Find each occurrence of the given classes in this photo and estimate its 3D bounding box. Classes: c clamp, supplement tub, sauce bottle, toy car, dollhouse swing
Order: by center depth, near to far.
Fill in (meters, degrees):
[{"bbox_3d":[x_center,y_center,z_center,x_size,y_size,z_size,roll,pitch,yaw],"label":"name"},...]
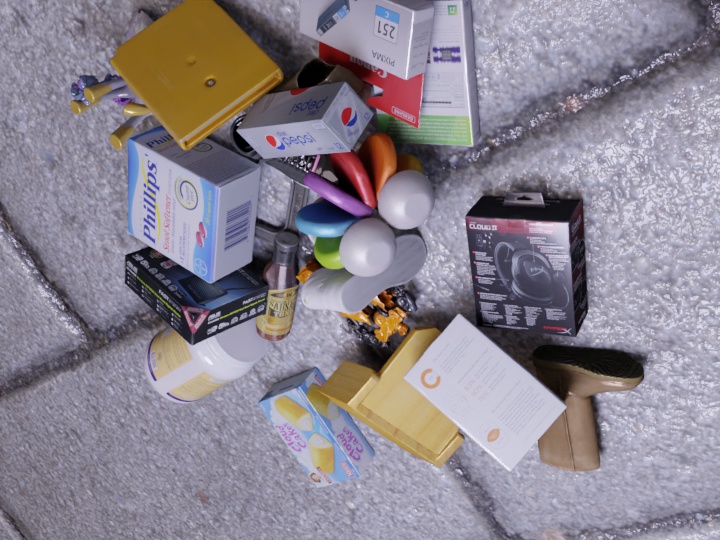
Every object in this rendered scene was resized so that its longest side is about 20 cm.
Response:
[{"bbox_3d":[-0.010,-0.101,1.265,0.150,0.200,0.175,39,-179,-36],"label":"toy car"},{"bbox_3d":[-0.164,-0.115,1.473,0.171,0.027,0.200,28,127,11],"label":"c clamp"},{"bbox_3d":[0.079,0.186,1.479,0.200,0.176,0.182,36,169,-21],"label":"dollhouse swing"},{"bbox_3d":[-0.135,0.027,1.514,0.066,0.066,0.200,23,131,15],"label":"sauce bottle"},{"bbox_3d":[-0.271,0.139,1.610,0.200,0.145,0.145,-30,101,38],"label":"supplement tub"}]

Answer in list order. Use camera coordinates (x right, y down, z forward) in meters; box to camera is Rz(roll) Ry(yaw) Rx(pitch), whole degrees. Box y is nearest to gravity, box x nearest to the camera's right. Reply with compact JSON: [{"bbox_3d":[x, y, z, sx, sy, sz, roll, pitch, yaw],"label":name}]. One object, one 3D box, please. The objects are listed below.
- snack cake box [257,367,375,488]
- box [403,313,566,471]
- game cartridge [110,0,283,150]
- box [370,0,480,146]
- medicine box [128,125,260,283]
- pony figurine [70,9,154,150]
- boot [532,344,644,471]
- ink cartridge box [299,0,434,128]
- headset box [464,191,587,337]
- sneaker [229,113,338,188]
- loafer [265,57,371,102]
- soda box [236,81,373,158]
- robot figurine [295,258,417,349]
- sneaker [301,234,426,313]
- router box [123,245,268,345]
[{"bbox_3d":[-0.079,0.285,1.641,0.115,0.067,0.200,-26,103,36],"label":"snack cake box"},{"bbox_3d":[0.181,0.174,1.324,0.200,0.097,0.124,41,93,12],"label":"box"},{"bbox_3d":[-0.235,-0.288,1.295,0.200,0.176,0.032,48,170,24],"label":"game cartridge"},{"bbox_3d":[0.085,-0.269,1.240,0.144,0.036,0.200,7,119,26],"label":"box"},{"bbox_3d":[-0.270,-0.111,1.467,0.200,0.103,0.182,28,128,25],"label":"medicine box"},{"bbox_3d":[-0.333,-0.278,1.390,0.193,0.200,0.167,38,138,24],"label":"pony figurine"},{"bbox_3d":[0.343,0.214,1.370,0.175,0.066,0.200,10,122,38],"label":"boot"},{"bbox_3d":[0.001,-0.296,1.219,0.200,0.045,0.176,32,134,32],"label":"ink cartridge box"},{"bbox_3d":[0.234,-0.016,1.281,0.149,0.077,0.200,4,119,27],"label":"headset box"},{"bbox_3d":[-0.110,-0.171,1.356,0.200,0.099,0.071,28,101,13],"label":"sneaker"},{"bbox_3d":[-0.067,-0.260,1.275,0.200,0.076,0.067,8,143,46],"label":"loafer"},{"bbox_3d":[-0.078,-0.199,1.223,0.200,0.068,0.063,5,149,51],"label":"soda box"},{"bbox_3d":[0.001,0.033,1.451,0.200,0.058,0.145,38,129,5],"label":"robot figurine"},{"bbox_3d":[0.000,0.000,1.359,0.116,0.200,0.074,0,113,46],"label":"sneaker"},{"bbox_3d":[-0.270,0.023,1.498,0.200,0.150,0.062,36,132,31],"label":"router box"}]
